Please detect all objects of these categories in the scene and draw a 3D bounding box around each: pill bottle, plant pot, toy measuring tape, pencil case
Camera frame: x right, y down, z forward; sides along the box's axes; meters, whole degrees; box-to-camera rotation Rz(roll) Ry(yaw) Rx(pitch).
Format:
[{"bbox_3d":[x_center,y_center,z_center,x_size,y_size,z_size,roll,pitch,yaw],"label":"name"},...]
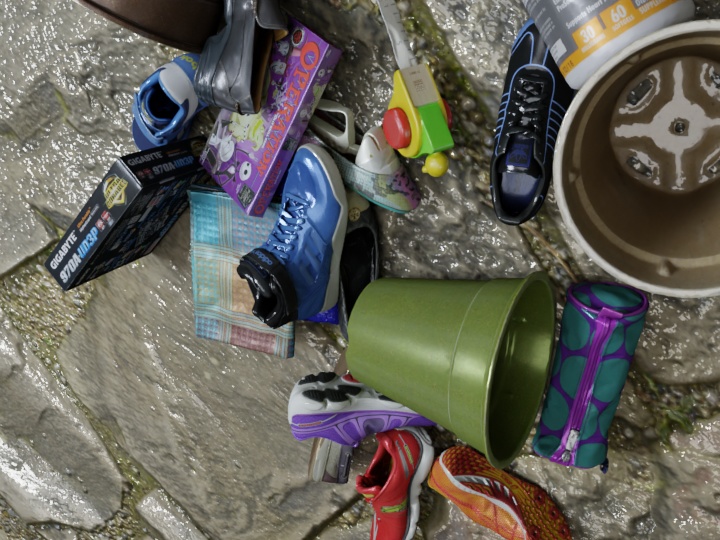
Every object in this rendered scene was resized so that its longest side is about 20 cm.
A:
[{"bbox_3d":[0.185,-0.270,0.581,0.115,0.116,0.202,-30,89,29],"label":"pill bottle"},{"bbox_3d":[-0.198,-0.357,0.681,0.199,0.200,0.200,34,112,7],"label":"plant pot"},{"bbox_3d":[0.273,-0.107,0.574,0.197,0.183,0.204,8,114,19],"label":"plant pot"},{"bbox_3d":[0.045,-0.190,0.716,0.073,0.073,0.203,-24,83,29],"label":"toy measuring tape"},{"bbox_3d":[0.090,0.083,0.742,0.187,0.199,0.204,13,115,31],"label":"plant pot"},{"bbox_3d":[0.242,0.113,0.727,0.084,0.092,0.204,13,114,18],"label":"pencil case"}]

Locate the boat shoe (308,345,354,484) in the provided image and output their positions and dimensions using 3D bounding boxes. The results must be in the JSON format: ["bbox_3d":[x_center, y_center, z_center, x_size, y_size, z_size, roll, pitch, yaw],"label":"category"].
[{"bbox_3d":[-0.016,0.187,0.884,0.064,0.072,0.203,15,105,-10],"label":"boat shoe"}]

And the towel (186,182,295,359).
[{"bbox_3d":[-0.144,0.003,0.833,0.144,0.022,0.204,11,112,18],"label":"towel"}]

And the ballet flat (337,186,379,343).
[{"bbox_3d":[0.000,0.000,0.796,0.065,0.057,0.203,-15,116,-17],"label":"ballet flat"}]

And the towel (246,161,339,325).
[{"bbox_3d":[-0.091,-0.033,0.836,0.145,0.050,0.204,6,112,22],"label":"towel"}]

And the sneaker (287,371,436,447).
[{"bbox_3d":[0.008,0.169,0.819,0.196,0.081,0.085,3,116,-15],"label":"sneaker"}]

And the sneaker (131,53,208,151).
[{"bbox_3d":[-0.234,-0.188,0.802,0.074,0.082,0.199,51,140,-7],"label":"sneaker"}]

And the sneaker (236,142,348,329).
[{"bbox_3d":[-0.078,-0.029,0.735,0.076,0.110,0.203,32,131,37],"label":"sneaker"}]

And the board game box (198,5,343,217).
[{"bbox_3d":[-0.104,-0.176,0.751,0.120,0.032,0.202,41,113,30],"label":"board game box"}]

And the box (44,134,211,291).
[{"bbox_3d":[-0.275,-0.071,0.836,0.046,0.159,0.200,48,121,1],"label":"box"}]

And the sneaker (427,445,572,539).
[{"bbox_3d":[0.176,0.294,0.852,0.199,0.073,0.078,37,140,11],"label":"sneaker"}]

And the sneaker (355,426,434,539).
[{"bbox_3d":[0.030,0.283,0.879,0.077,0.084,0.204,38,123,56],"label":"sneaker"}]

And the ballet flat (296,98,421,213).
[{"bbox_3d":[-0.014,-0.138,0.749,0.198,0.069,0.072,33,131,12],"label":"ballet flat"}]

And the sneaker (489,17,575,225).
[{"bbox_3d":[0.167,-0.142,0.666,0.069,0.078,0.204,9,114,19],"label":"sneaker"}]

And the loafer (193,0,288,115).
[{"bbox_3d":[-0.103,-0.259,0.705,0.071,0.073,0.203,25,104,15],"label":"loafer"}]
